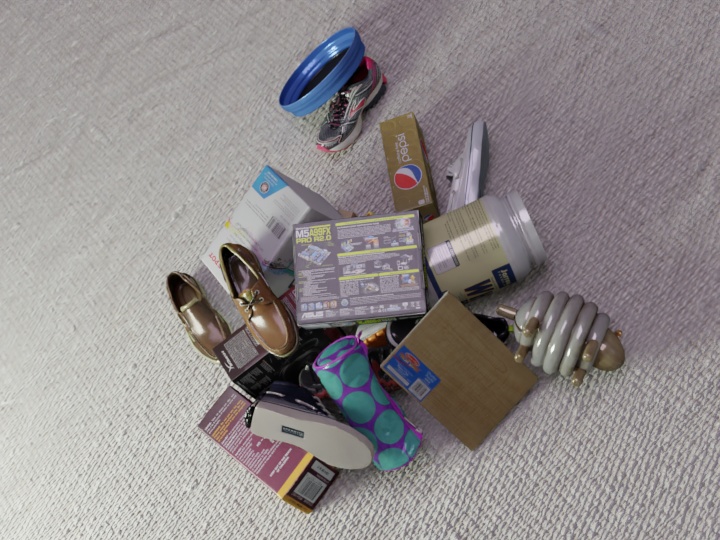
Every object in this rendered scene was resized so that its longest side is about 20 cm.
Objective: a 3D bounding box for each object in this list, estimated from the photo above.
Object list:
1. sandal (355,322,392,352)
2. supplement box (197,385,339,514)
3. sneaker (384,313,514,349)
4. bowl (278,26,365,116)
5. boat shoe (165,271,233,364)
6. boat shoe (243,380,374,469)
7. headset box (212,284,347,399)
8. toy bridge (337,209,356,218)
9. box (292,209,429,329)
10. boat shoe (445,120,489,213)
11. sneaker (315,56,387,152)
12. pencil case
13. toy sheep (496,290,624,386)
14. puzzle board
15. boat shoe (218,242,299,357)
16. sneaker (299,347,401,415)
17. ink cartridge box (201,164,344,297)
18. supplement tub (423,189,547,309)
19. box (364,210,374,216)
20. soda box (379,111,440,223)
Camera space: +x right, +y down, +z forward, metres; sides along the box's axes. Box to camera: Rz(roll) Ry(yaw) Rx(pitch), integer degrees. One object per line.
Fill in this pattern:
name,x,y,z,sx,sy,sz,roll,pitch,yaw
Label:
sandal,0.009,0.106,1.553,0.206,0.079,0.059,-29,60,7
supplement box,-0.144,0.280,1.503,0.200,0.110,0.086,32,79,31
sneaker,0.138,0.085,1.467,0.199,0.083,0.072,3,62,-12
bowl,-0.071,-0.371,1.806,0.200,0.039,0.201,-36,28,23
boat shoe,-0.290,0.080,1.687,0.075,0.075,0.202,-40,57,-2
boat shoe,-0.064,0.221,1.425,0.199,0.075,0.093,20,30,8
headset box,-0.116,0.118,1.554,0.200,0.149,0.077,-39,58,-1
toy bridge,-0.062,-0.018,1.677,0.067,0.027,0.201,6,67,25
box,0.000,0.000,1.453,0.199,0.044,0.161,-7,76,10
boat shoe,0.177,-0.166,1.632,0.067,0.074,0.201,0,65,19
sneaker,-0.029,-0.308,1.789,0.080,0.075,0.200,21,74,29
pencil case,0.014,0.196,1.432,0.092,0.085,0.200,-30,101,15
toy sheep,0.294,0.093,1.415,0.199,0.138,0.138,26,75,13
puzzle board,0.148,0.150,1.427,0.151,0.200,0.017,-47,14,0
boat shoe,-0.165,0.046,1.470,0.072,0.068,0.200,-37,67,6
sneaker,0.003,0.181,1.523,0.200,0.098,0.071,-10,42,-10
ink cartridge box,-0.134,-0.038,1.608,0.200,0.146,0.147,-53,50,10
supplement tub,0.179,-0.031,1.518,0.199,0.145,0.145,-24,57,8
box,0.030,-0.015,1.574,0.075,0.050,0.200,-45,31,17
soda box,0.086,-0.175,1.680,0.068,0.064,0.201,-17,58,13
